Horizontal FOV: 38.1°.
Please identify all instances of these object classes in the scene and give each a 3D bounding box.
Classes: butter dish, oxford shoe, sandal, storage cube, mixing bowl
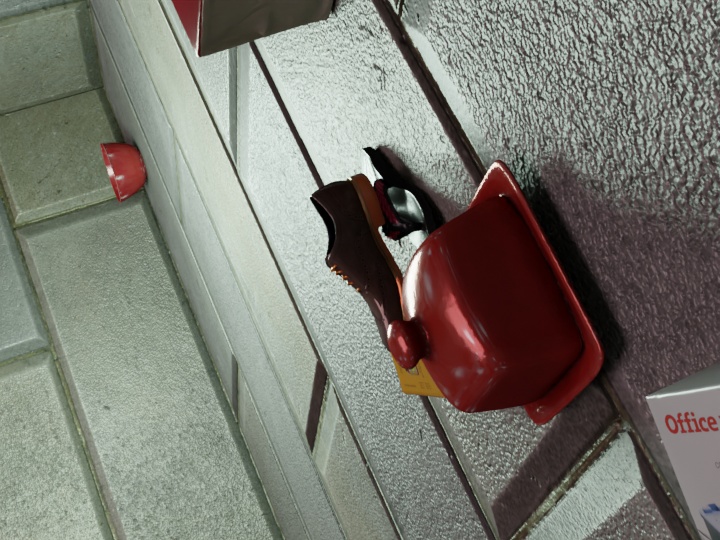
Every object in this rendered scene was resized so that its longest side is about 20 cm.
[{"bbox_3d":[0.093,0.042,0.905,0.200,0.147,0.201,107,141,-65],"label":"butter dish"},{"bbox_3d":[0.000,0.000,1.123,0.071,0.072,0.202,136,116,-71],"label":"oxford shoe"},{"bbox_3d":[0.032,-0.071,1.159,0.200,0.045,0.076,-128,25,-49],"label":"sandal"},{"bbox_3d":[-0.129,-0.370,1.138,0.181,0.170,0.200,65,162,14],"label":"storage cube"},{"bbox_3d":[-0.744,-0.323,3.314,0.200,0.108,0.202,162,90,-74],"label":"mixing bowl"}]

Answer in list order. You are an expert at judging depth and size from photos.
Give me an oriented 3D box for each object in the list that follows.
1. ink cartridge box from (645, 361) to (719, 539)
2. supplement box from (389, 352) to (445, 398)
[{"bbox_3d":[0.260,0.144,0.580,0.146,0.085,0.201,139,110,-73],"label":"ink cartridge box"},{"bbox_3d":[0.091,0.096,1.118,0.200,0.068,0.067,164,88,-72],"label":"supplement box"}]
